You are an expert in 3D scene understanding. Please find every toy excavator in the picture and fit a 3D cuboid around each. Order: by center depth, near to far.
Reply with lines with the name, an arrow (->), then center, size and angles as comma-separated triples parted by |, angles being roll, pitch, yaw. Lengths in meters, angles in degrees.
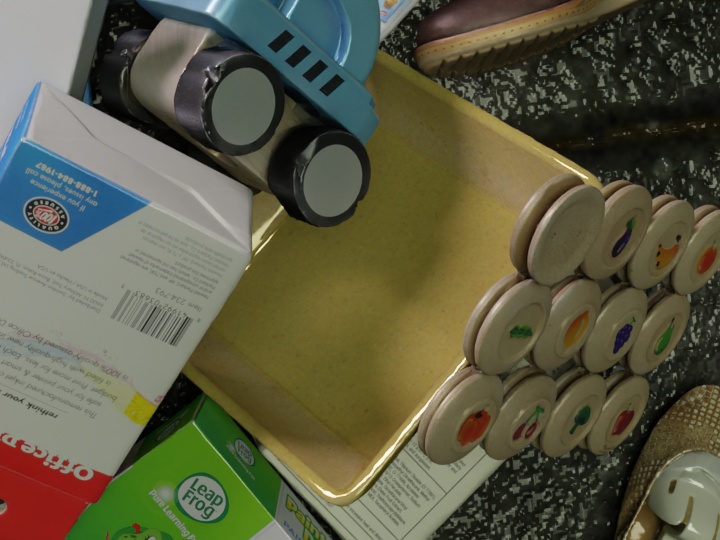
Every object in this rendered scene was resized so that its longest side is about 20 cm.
toy excavator -> -0.045, -0.152, 0.723 | 0.194, 0.100, 0.201 | 38, 78, -39

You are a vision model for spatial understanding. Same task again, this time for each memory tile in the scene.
memory tile -> 0.113, 0.029, 0.741 | 0.199, 0.017, 0.154 | 6, 114, -52

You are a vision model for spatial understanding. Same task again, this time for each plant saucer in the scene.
plant saucer -> 0.000, 0.000, 0.770 | 0.200, 0.200, 0.048 | -49, 143, -7

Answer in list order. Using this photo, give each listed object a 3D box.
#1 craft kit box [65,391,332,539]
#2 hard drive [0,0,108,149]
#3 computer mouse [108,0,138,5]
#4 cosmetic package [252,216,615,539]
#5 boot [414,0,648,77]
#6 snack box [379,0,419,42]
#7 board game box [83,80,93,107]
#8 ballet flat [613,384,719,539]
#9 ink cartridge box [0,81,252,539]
craft kit box -> -0.093, 0.198, 0.789 | 0.197, 0.049, 0.200 | -37, 100, 14
hard drive -> -0.220, -0.127, 0.698 | 0.199, 0.026, 0.133 | 24, 120, 3
computer mouse -> -0.110, -0.145, 0.764 | 0.198, 0.046, 0.142 | -14, 119, -24
cosmetic package -> 0.045, 0.057, 0.819 | 0.200, 0.071, 0.105 | -43, 99, -4
boot -> 0.090, -0.207, 0.811 | 0.199, 0.072, 0.168 | -24, 89, -16
snack box -> -0.039, -0.217, 0.808 | 0.200, 0.024, 0.072 | 44, 85, -10
board game box -> -0.215, -0.093, 0.777 | 0.151, 0.045, 0.202 | -9, 97, -9
ballet flat -> 0.175, 0.163, 0.853 | 0.070, 0.065, 0.201 | 23, 90, -10
ink cartridge box -> -0.147, 0.029, 0.705 | 0.116, 0.067, 0.201 | 27, 114, -19
